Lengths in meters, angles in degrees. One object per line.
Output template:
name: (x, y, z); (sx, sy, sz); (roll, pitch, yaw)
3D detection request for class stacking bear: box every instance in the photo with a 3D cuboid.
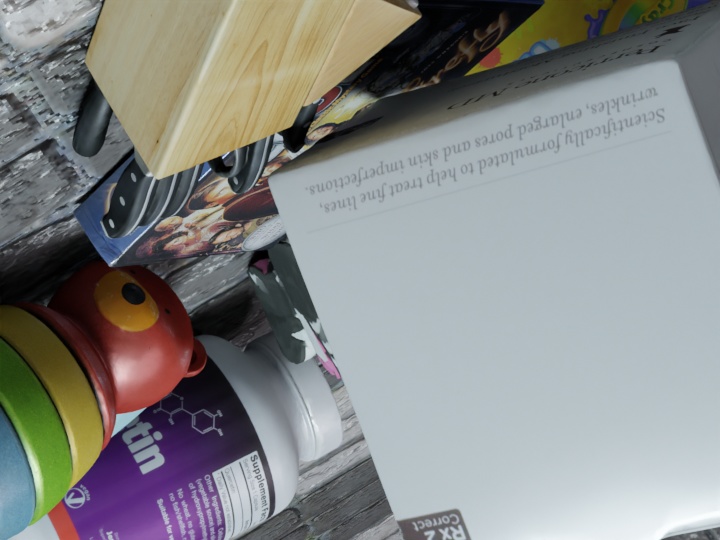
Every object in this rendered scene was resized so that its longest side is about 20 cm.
stacking bear: (-0.164, 0.061, 1.235); (0.200, 0.121, 0.114); (-33, 159, -32)

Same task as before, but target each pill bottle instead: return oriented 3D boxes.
pill bottle: (-0.114, 0.109, 1.456); (0.200, 0.112, 0.112); (-27, 164, -20)

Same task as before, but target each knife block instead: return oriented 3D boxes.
knife block: (-0.073, -0.082, 1.044); (0.176, 0.064, 0.200); (-38, 164, 16)

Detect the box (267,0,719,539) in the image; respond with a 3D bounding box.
box: (0.099, 0.008, 1.121); (0.199, 0.200, 0.131); (-15, -168, 28)

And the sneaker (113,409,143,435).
sneaker: (-0.173, 0.083, 1.337); (0.200, 0.074, 0.082); (-29, 161, -10)

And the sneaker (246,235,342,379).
sneaker: (0.000, 0.000, 1.367); (0.086, 0.080, 0.200); (-28, -171, -11)

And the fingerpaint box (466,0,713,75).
fingerpaint box: (0.106, -0.086, 1.360); (0.200, 0.073, 0.167); (-37, 165, 13)

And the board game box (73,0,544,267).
board game box: (-0.024, -0.076, 1.211); (0.200, 0.035, 0.135); (-41, 162, 29)
